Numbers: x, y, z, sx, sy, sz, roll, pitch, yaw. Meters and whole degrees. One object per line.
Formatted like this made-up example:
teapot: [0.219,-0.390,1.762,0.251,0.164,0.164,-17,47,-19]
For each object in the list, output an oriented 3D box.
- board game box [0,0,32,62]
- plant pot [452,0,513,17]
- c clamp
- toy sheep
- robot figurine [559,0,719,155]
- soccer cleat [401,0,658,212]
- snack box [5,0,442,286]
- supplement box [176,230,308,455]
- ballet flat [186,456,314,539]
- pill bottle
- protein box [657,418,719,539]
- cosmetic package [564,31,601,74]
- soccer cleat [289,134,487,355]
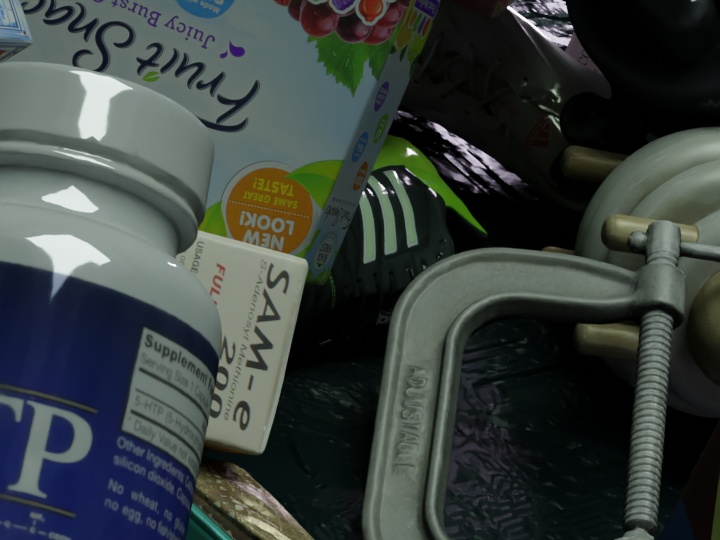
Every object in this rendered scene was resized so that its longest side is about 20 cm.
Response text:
board game box: [-0.191,-0.131,1.051,0.061,0.201,0.199,-1,2,-36]
plant pot: [0.020,-0.209,1.208,0.179,0.200,0.200,35,30,5]
c clamp: [0.088,0.055,1.115,0.170,0.027,0.201,11,55,7]
toy sheep: [0.152,-0.002,1.253,0.137,0.138,0.200,16,22,-14]
robot figurine: [0.163,-0.118,1.301,0.150,0.125,0.200,-8,-16,16]
soccer cleat: [0.077,-0.080,1.387,0.199,0.069,0.078,25,32,-4]
snack box: [-0.081,-0.097,1.116,0.199,0.143,0.053,23,4,13]
supplement box: [-0.133,0.008,1.022,0.199,0.074,0.126,15,-6,-15]
ballet flat: [-0.012,0.126,0.985,0.200,0.071,0.065,45,24,28]
pill bottle: [-0.107,0.045,0.894,0.119,0.120,0.201,15,70,-15]
protein box: [0.210,0.174,0.996,0.199,0.135,0.199,14,30,-16]
cosmetic package: [0.209,-0.098,1.471,0.199,0.108,0.085,26,30,7]
soccer cleat: [0.000,0.000,1.203,0.081,0.068,0.200,40,30,2]
